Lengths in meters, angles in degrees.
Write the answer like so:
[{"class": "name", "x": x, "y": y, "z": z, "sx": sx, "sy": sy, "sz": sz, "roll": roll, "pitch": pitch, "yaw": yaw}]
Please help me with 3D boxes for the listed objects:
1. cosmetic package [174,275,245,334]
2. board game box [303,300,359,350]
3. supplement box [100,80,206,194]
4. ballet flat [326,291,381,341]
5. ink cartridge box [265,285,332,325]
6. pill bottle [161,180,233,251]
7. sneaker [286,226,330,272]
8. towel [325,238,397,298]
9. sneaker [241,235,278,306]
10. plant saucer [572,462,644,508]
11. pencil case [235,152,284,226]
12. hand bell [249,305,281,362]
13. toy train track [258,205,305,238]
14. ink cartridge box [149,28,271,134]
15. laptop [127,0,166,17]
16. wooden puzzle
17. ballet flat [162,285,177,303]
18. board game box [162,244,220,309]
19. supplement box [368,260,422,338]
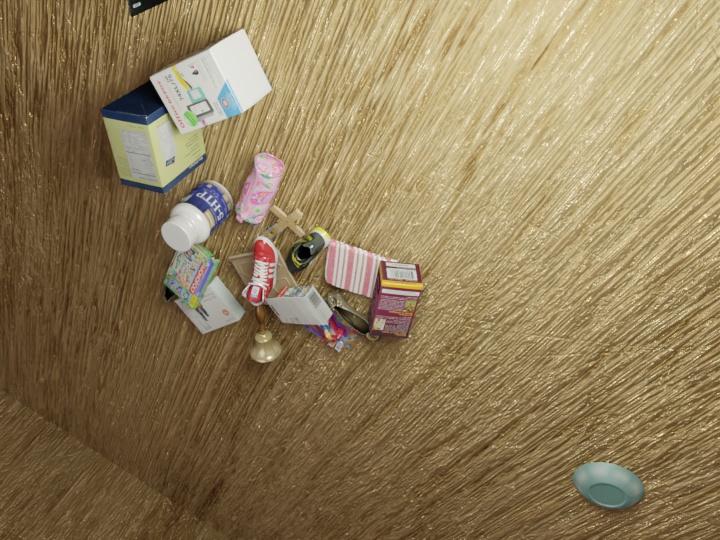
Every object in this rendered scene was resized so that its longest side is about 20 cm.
[{"class": "cosmetic package", "x": -0.490, "y": 0.116, "z": 1.926, "sx": 0.198, "sy": 0.052, "sz": 0.152, "roll": -21, "pitch": 116, "yaw": 36}, {"class": "board game box", "x": -0.100, "y": 0.169, "z": 1.777, "sx": 0.198, "sy": 0.039, "sz": 0.159, "roll": 28, "pitch": 133, "yaw": 3}, {"class": "supplement box", "x": -0.504, "y": -0.334, "z": 1.475, "sx": 0.132, "sy": 0.201, "sz": 0.202, "roll": 13, "pitch": 130, "yaw": 16}, {"class": "ballet flat", "x": -0.019, "y": 0.138, "z": 1.696, "sx": 0.200, "sy": 0.047, "sz": 0.067, "roll": 42, "pitch": 121, "yaw": -8}, {"class": "ink cartridge box", "x": -0.182, "y": 0.100, "z": 1.701, "sx": 0.198, "sy": 0.051, "sz": 0.110, "roll": -2, "pitch": 130, "yaw": 46}, {"class": "pill bottle", "x": -0.439, "y": -0.144, "z": 1.592, "sx": 0.118, "sy": 0.201, "sz": 0.121, "roll": 13, "pitch": 131, "yaw": 16}, {"class": "sneaker", "x": -0.160, "y": -0.047, "z": 1.596, "sx": 0.075, "sy": 0.085, "sz": 0.200, "roll": 47, "pitch": 138, "yaw": 0}, {"class": "towel", "x": 0.000, "y": 0.000, "z": 1.607, "sx": 0.197, "sy": 0.030, "sz": 0.148, "roll": 18, "pitch": 132, "yaw": 9}, {"class": "sneaker", "x": -0.277, "y": 0.010, "z": 1.627, "sx": 0.070, "sy": 0.113, "sz": 0.202, "roll": 14, "pitch": 135, "yaw": 12}, {"class": "plant saucer", "x": 0.726, "y": 0.645, "z": 1.740, "sx": 0.197, "sy": 0.039, "sz": 0.204, "roll": 13, "pitch": 130, "yaw": 16}, {"class": "pencil case", "x": -0.264, "y": -0.207, "z": 1.534, "sx": 0.087, "sy": 0.088, "sz": 0.201, "roll": 34, "pitch": 132, "yaw": -2}, {"class": "hand bell", "x": -0.307, "y": 0.179, "z": 1.846, "sx": 0.102, "sy": 0.105, "sz": 0.203, "roll": 12, "pitch": 130, "yaw": 17}, {"class": "toy train track", "x": -0.216, "y": -0.127, "z": 1.614, "sx": 0.115, "sy": 0.033, "sz": 0.199, "roll": 43, "pitch": 138, "yaw": -19}, {"class": "ink cartridge box", "x": -0.340, "y": -0.428, "z": 1.356, "sx": 0.197, "sy": 0.147, "sz": 0.148, "roll": -9, "pitch": 121, "yaw": 32}, {"class": "laptop", "x": -0.481, "y": -0.660, "z": 1.223, "sx": 0.200, "sy": 0.178, "sz": 0.103, "roll": 42, "pitch": 132, "yaw": -11}, {"class": "wooden puzzle", "x": -0.270, "y": 0.015, "z": 1.743, "sx": 0.183, "sy": 0.047, "sz": 0.202, "roll": -8, "pitch": 126, "yaw": 32}, {"class": "ballet flat", "x": -0.610, "y": 0.045, "z": 1.932, "sx": 0.067, "sy": 0.047, "sz": 0.200, "roll": 35, "pitch": 133, "yaw": -4}, {"class": "board game box", "x": -0.523, "y": 0.005, "z": 1.825, "sx": 0.134, "sy": 0.029, "sz": 0.201, "roll": 39, "pitch": 121, "yaw": 9}, {"class": "supplement box", "x": 0.088, "y": 0.079, "z": 1.561, "sx": 0.108, "sy": 0.087, "sz": 0.202, "roll": 6, "pitch": 132, "yaw": -7}]
